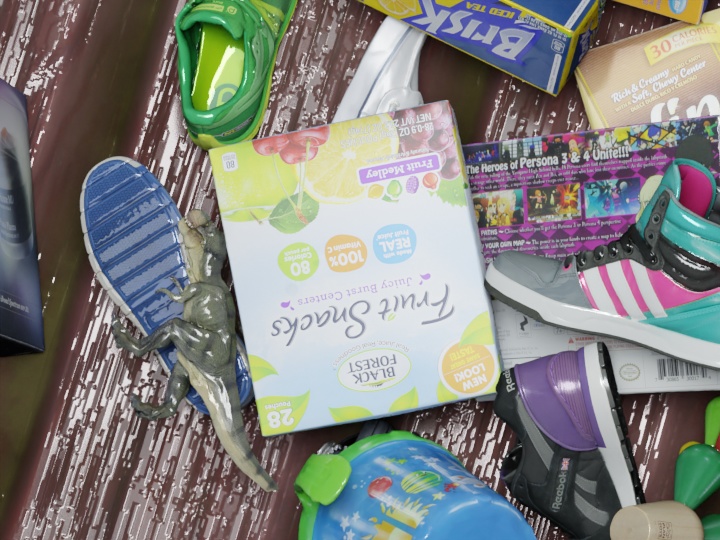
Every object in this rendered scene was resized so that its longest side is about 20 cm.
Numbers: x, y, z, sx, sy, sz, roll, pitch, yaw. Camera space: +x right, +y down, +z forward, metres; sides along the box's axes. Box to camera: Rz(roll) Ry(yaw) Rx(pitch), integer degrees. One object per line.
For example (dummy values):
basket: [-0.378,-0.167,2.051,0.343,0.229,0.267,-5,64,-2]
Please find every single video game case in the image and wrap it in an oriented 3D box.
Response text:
video game case: [0.164,-0.005,1.516,0.200,0.036,0.181,-6,87,33]

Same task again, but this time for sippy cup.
sippy cup: [0.046,0.183,1.478,0.178,0.130,0.140,-3,97,-26]

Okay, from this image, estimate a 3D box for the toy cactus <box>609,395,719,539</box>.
toy cactus: [0.227,0.180,1.462,0.102,0.165,0.200,8,87,41]

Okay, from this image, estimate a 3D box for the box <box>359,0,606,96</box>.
box: [0.065,-0.200,1.531,0.200,0.070,0.064,27,56,12]

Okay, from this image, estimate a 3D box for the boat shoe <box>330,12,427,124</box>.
boat shoe: [0.016,-0.103,1.591,0.065,0.074,0.200,26,94,3]

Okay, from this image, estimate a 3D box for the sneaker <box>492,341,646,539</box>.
sneaker: [0.140,0.141,1.496,0.088,0.076,0.200,-12,115,9]

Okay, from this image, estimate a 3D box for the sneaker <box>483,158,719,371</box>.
sneaker: [0.179,-0.015,1.433,0.200,0.084,0.121,15,104,23]

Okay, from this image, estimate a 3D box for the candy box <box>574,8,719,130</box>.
candy box: [0.229,-0.068,1.551,0.115,0.055,0.200,-17,80,8]

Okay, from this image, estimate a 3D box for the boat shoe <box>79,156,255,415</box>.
boat shoe: [-0.136,0.014,1.590,0.072,0.072,0.200,-27,84,6]

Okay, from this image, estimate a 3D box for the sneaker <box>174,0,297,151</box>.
sneaker: [-0.087,-0.185,1.606,0.074,0.084,0.200,5,82,11]

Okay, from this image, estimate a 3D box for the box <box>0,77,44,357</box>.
box: [-0.309,-0.044,1.562,0.123,0.200,0.198,-8,81,9]

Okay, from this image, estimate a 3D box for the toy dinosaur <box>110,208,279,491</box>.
toy dinosaur: [-0.118,0.060,1.527,0.088,0.047,0.200,-12,88,-1]

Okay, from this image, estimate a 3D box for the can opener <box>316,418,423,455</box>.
can opener: [-0.023,0.192,1.550,0.079,0.063,0.200,31,87,12]

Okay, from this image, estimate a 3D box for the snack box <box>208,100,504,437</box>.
snack box: [0.000,0.000,1.521,0.169,0.068,0.200,-12,88,6]

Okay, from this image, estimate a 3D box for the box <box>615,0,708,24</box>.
box: [0.181,-0.241,1.566,0.200,0.041,0.119,20,53,10]
